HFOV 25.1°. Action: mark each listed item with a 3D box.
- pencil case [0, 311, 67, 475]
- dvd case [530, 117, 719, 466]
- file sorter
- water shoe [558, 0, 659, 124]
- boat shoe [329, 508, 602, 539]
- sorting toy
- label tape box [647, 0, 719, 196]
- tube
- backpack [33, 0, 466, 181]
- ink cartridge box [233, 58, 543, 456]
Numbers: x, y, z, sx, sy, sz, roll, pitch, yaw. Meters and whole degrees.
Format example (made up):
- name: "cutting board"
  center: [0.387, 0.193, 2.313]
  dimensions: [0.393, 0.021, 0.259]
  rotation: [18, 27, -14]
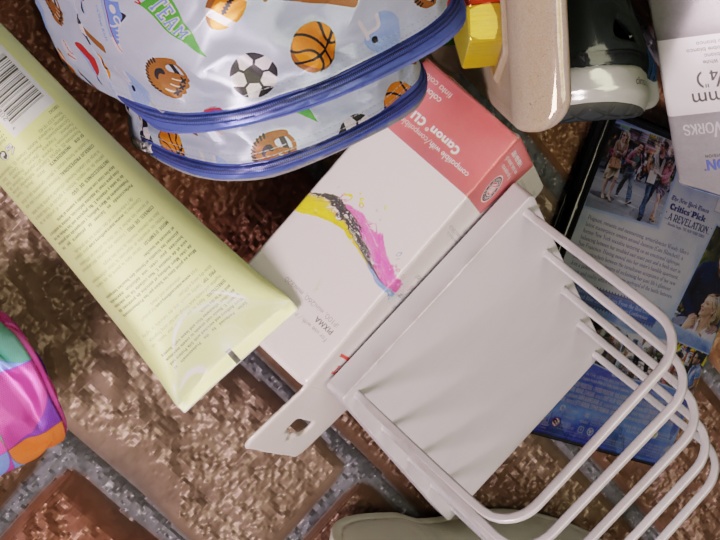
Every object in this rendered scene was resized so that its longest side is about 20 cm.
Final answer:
- name: "pencil case"
  center: [-0.240, 0.088, 0.766]
  dimensions: [0.199, 0.088, 0.089]
  rotation: [-27, 115, -20]
- name: "dvd case"
  center: [0.166, 0.014, 0.989]
  dimensions: [0.142, 0.018, 0.201]
  rotation: [17, 97, -29]
- name: "file sorter"
  center: [0.099, 0.082, 0.849]
  dimensions: [0.139, 0.124, 0.200]
  rotation: [-46, 149, -6]
- name: "water shoe"
  center: [0.121, -0.120, 0.834]
  dimensions: [0.071, 0.200, 0.080]
  rotation: [-3, 98, 4]
- name: "boat shoe"
  center: [0.066, 0.184, 0.959]
  dimensions: [0.200, 0.072, 0.061]
  rotation: [6, 112, -28]
- name: "sorting toy"
  center: [0.051, -0.172, 0.770]
  dimensions: [0.036, 0.200, 0.187]
  rotation: [-7, 106, -9]
- name: "label tape box"
  center: [0.211, -0.110, 0.904]
  dimensions: [0.063, 0.144, 0.201]
  rotation: [-6, 115, 22]
- name: "tube"
  center: [-0.124, -0.029, 0.767]
  dimensions: [0.200, 0.058, 0.052]
  rotation: [47, 49, -5]
- name: "backpack"
  center: [-0.049, -0.128, 0.736]
  dimensions: [0.199, 0.190, 0.155]
  rotation: [-32, 114, -15]
- name: "ink cartridge box"
  center: [0.000, 0.000, 0.830]
  dimensions: [0.200, 0.067, 0.116]
  rotation: [-49, 165, 1]
